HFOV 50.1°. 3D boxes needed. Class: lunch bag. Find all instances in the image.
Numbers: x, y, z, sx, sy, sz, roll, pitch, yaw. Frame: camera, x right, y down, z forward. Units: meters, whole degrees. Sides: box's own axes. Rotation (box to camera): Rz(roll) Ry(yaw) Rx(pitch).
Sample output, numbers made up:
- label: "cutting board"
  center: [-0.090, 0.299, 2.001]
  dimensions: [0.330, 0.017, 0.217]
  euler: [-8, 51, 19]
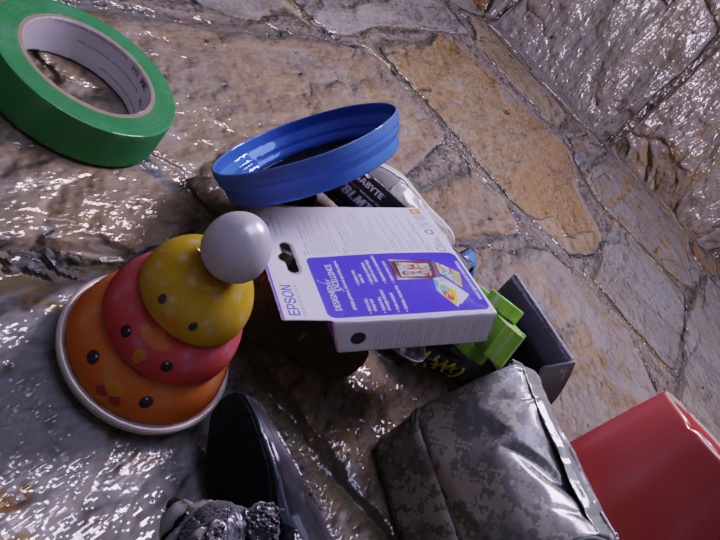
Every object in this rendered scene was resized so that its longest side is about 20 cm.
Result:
- label: "lunch bag"
  center: [0.130, 0.206, 0.719]
  dimensions: [0.139, 0.168, 0.201]
  euler: [19, 39, -37]

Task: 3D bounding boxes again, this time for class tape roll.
- label: "tape roll"
  center: [-0.292, -0.197, 0.802]
  dimensions: [0.200, 0.048, 0.201]
  euler: [32, 33, -23]

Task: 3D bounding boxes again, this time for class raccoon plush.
- label: "raccoon plush"
  center: [-0.067, 0.231, 0.469]
  dimensions: [0.200, 0.134, 0.097]
  euler: [47, 28, 3]

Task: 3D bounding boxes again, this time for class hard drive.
- label: "hard drive"
  center: [0.186, 0.103, 0.929]
  dimensions: [0.042, 0.200, 0.135]
  euler: [-24, 65, -14]

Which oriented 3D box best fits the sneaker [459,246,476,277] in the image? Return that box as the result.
- label: "sneaker"
  center: [0.123, 0.027, 1.049]
  dimensions: [0.079, 0.066, 0.200]
  euler: [59, 28, -6]

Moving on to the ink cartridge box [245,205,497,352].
- label: "ink cartridge box"
  center: [0.000, 0.000, 0.734]
  dimensions: [0.198, 0.044, 0.199]
  euler: [0, 33, -18]

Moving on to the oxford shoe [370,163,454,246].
- label: "oxford shoe"
  center: [0.052, -0.082, 1.078]
  dimensions: [0.200, 0.075, 0.058]
  euler: [41, 40, -12]

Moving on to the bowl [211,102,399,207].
- label: "bowl"
  center: [-0.053, -0.121, 0.795]
  dimensions: [0.201, 0.199, 0.040]
  euler: [-63, 139, -59]

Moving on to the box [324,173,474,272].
- label: "box"
  center: [0.025, -0.065, 0.942]
  dimensions: [0.198, 0.050, 0.200]
  euler: [42, -1, -16]

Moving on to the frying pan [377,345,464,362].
- label: "frying pan"
  center: [0.040, 0.053, 0.820]
  dimensions: [0.115, 0.031, 0.190]
  euler: [57, 18, 21]

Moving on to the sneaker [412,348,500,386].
- label: "sneaker"
  center: [0.083, 0.092, 0.918]
  dimensions: [0.200, 0.074, 0.085]
  euler: [45, 47, 0]

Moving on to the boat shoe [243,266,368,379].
- label: "boat shoe"
  center: [-0.072, 0.037, 0.763]
  dimensions: [0.200, 0.072, 0.068]
  euler: [40, 18, -39]

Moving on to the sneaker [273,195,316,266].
- label: "sneaker"
  center: [-0.083, -0.094, 0.902]
  dimensions: [0.075, 0.088, 0.201]
  euler: [23, 35, -30]

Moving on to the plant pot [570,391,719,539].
- label: "plant pot"
  center: [0.325, 0.246, 0.866]
  dimensions: [0.200, 0.177, 0.201]
  euler: [41, 15, -14]

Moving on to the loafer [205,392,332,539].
- label: "loafer"
  center: [-0.064, 0.191, 0.600]
  dimensions: [0.072, 0.073, 0.201]
  euler: [13, 51, -56]

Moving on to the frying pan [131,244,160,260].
- label: "frying pan"
  center: [-0.147, 0.009, 0.758]
  dimensions: [0.115, 0.031, 0.190]
  euler: [52, 32, 5]

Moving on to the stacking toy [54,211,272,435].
- label: "stacking toy"
  center: [-0.130, 0.020, 0.576]
  dimensions: [0.145, 0.200, 0.147]
  euler: [23, 44, -24]

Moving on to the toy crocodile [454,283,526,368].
- label: "toy crocodile"
  center: [0.128, 0.058, 0.783]
  dimensions: [0.062, 0.068, 0.200]
  euler: [36, 2, -8]
